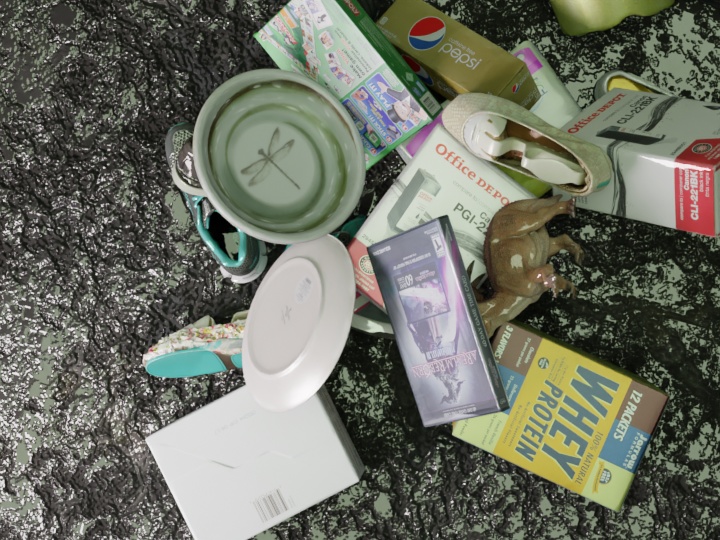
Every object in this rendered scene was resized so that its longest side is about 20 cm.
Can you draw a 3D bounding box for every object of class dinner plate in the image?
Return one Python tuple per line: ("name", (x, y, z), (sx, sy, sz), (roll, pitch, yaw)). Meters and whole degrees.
("dinner plate", (-0.075, 0.053, 1.609), (0.024, 0.200, 0.202), (23, 93, -36))

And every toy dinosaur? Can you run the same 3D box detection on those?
("toy dinosaur", (0.154, -0.014, 1.533), (0.134, 0.086, 0.202), (3, 59, 22))

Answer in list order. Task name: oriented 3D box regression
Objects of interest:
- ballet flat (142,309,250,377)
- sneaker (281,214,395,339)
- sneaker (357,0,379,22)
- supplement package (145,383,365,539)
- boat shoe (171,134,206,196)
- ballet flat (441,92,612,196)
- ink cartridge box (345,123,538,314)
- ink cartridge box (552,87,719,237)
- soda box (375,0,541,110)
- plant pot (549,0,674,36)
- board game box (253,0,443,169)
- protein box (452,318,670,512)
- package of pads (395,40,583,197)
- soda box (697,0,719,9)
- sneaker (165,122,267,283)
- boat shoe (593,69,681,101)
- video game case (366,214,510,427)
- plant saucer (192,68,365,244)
("ballet flat", (-0.156, 0.082, 1.735), (0.197, 0.076, 0.065), (-7, 54, 9))
("sneaker", (0.000, 0.000, 1.716), (0.197, 0.084, 0.122), (18, 101, 4))
("sneaker", (-0.008, -0.254, 1.716), (0.070, 0.099, 0.202), (4, 124, 33))
("supplement package", (-0.117, 0.211, 1.708), (0.198, 0.111, 0.157), (-27, 88, 4))
("boat shoe", (-0.112, -0.121, 1.690), (0.199, 0.061, 0.072), (-2, 56, -24))
("ballet flat", (0.166, -0.131, 1.539), (0.198, 0.062, 0.068), (22, 121, 20))
("ink cartridge box", (0.083, -0.037, 1.633), (0.145, 0.085, 0.201), (37, 88, 2))
("ink cartridge box", (0.320, -0.119, 1.579), (0.198, 0.144, 0.085), (14, 126, 37))
("soda box", (0.105, -0.232, 1.659), (0.064, 0.068, 0.199), (-48, 54, -7))
("plant pot", (0.265, -0.367, 1.650), (0.198, 0.200, 0.187), (-17, 101, 4))
("board game box", (-0.015, -0.221, 1.652), (0.201, 0.134, 0.029), (50, 49, -7))
("protein box", (0.214, 0.150, 1.641), (0.197, 0.200, 0.136), (24, 92, 3))
("package of pads", (0.160, -0.144, 1.707), (0.199, 0.068, 0.155), (-37, 88, 4))
("soda box", (0.452, -0.320, 1.684), (0.198, 0.071, 0.064), (21, 93, 3))
("sneaker", (-0.168, -0.082, 1.718), (0.077, 0.091, 0.202), (-29, 89, 3))
("boat shoe", (0.357, -0.165, 1.685), (0.201, 0.086, 0.075), (37, 93, 3))
("video game case", (0.078, 0.055, 1.526), (0.019, 0.142, 0.203), (-16, 87, -32))
("plant saucer", (-0.093, -0.120, 1.634), (0.197, 0.050, 0.203), (6, 71, -19))
